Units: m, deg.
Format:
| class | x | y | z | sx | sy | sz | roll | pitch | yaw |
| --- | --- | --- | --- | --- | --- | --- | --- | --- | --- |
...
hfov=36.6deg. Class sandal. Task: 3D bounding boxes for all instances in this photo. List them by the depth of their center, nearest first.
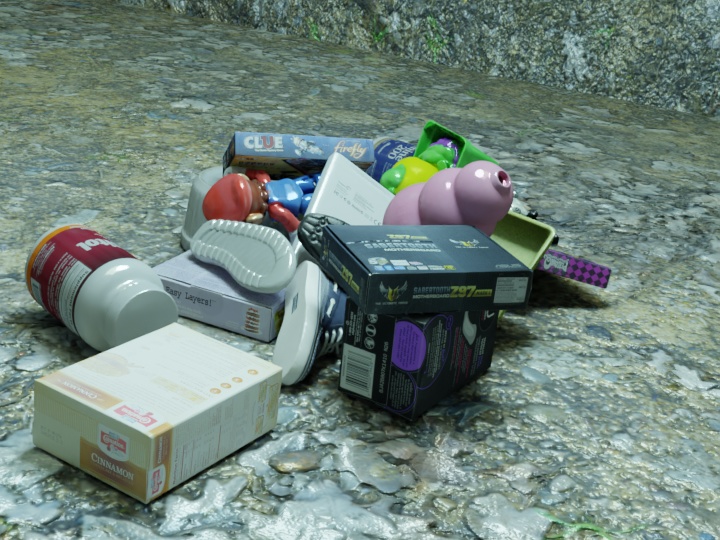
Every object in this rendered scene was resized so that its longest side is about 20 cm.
| class | x | y | z | sx | sy | sz | roll | pitch | yaw |
| --- | --- | --- | --- | --- | --- | --- | --- | --- | --- |
| sandal | -0.141 | -0.018 | 1.392 | 0.202 | 0.083 | 0.050 | 27 | -15 | 45 |

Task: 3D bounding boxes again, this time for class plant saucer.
| class | x | y | z | sx | sy | sz | roll | pitch | yaw |
| --- | --- | --- | --- | --- | --- | --- | --- | --- | --- |
| plant saucer | 0.140 | 0.005 | 1.457 | 0.199 | 0.201 | 0.048 | 26 | -16 | 41 |

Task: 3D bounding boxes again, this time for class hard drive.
| class | x | y | z | sx | sy | sz | roll | pitch | yaw |
| --- | --- | --- | --- | --- | --- | --- | --- | --- | --- |
| hard drive | -0.017 | -0.047 | 1.460 | 0.131 | 0.027 | 0.202 | 36 | 51 | -20 |

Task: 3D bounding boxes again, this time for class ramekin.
| class | x | y | z | sx | sy | sz | roll | pitch | yaw |
| --- | --- | --- | --- | --- | --- | --- | --- | --- | --- |
| ramekin | -0.167 | -0.085 | 1.629 | 0.197 | 0.106 | 0.201 | 7 | 20 | -3 |

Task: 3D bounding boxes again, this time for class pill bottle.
| class | x | y | z | sx | sy | sz | roll | pitch | yaw |
| --- | --- | --- | --- | --- | --- | --- | --- | --- | --- |
| pill bottle | -0.301 | 0.027 | 1.272 | 0.112 | 0.114 | 0.199 | -11 | 28 | -41 |
| pill bottle | 0.098 | -0.158 | 1.906 | 0.110 | 0.112 | 0.199 | -12 | 28 | -42 |

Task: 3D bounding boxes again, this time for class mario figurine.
| class | x | y | z | sx | sy | sz | roll | pitch | yaw |
| --- | --- | --- | --- | --- | --- | --- | --- | --- | --- |
| mario figurine | -0.125 | -0.088 | 1.509 | 0.198 | 0.108 | 0.123 | -6 | 18 | -25 |

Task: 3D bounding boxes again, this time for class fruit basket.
| class | x | y | z | sx | sy | sz | roll | pitch | yaw |
| --- | --- | --- | --- | --- | --- | --- | --- | --- | --- |
| fruit basket | 0.095 | -0.125 | 1.688 | 0.213 | 0.218 | 0.155 | -3 | 22 | -25 |

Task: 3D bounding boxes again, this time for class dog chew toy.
| class | x | y | z | sx | sy | sz | roll | pitch | yaw |
| --- | --- | --- | --- | --- | --- | --- | --- | --- | --- |
| dog chew toy | 0.115 | -0.071 | 1.376 | 0.124 | 0.126 | 0.199 | -11 | -15 | -40 |

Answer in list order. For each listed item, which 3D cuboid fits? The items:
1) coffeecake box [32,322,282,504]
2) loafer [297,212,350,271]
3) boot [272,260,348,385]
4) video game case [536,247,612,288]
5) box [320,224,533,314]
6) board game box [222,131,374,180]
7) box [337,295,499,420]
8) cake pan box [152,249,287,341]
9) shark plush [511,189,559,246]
| class | x | y | z | sx | sy | sz | roll | pitch | yaw |
| --- | --- | --- | --- | --- | --- | --- | --- | --- | --- |
| coffeecake box | -0.198 | 0.133 | 1.081 | 0.152 | 0.074 | 0.199 | 19 | 23 | 28 |
| loafer | 0.000 | 0.000 | 1.389 | 0.199 | 0.069 | 0.070 | 35 | -20 | -10 |
| boot | -0.045 | 0.074 | 1.303 | 0.090 | 0.073 | 0.201 | 32 | 35 | -19 |
| video game case | 0.242 | -0.027 | 1.614 | 0.198 | 0.036 | 0.181 | 15 | 5 | -25 |
| box | 0.070 | -0.005 | 1.222 | 0.197 | 0.052 | 0.158 | 0 | 20 | -21 |
| board game box | -0.092 | -0.160 | 1.565 | 0.197 | 0.035 | 0.135 | 2 | -9 | -15 |
| box | 0.073 | 0.073 | 1.267 | 0.105 | 0.124 | 0.199 | 18 | 22 | 29 |
| cake pan box | -0.162 | 0.018 | 1.436 | 0.198 | 0.053 | 0.184 | 15 | 20 | 18 |
| shark plush | 0.216 | -0.081 | 1.548 | 0.199 | 0.083 | 0.091 | 13 | 61 | 47 |
